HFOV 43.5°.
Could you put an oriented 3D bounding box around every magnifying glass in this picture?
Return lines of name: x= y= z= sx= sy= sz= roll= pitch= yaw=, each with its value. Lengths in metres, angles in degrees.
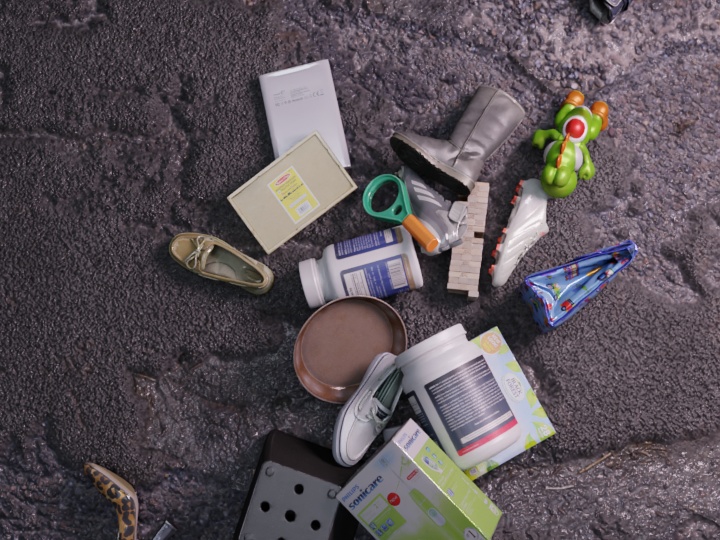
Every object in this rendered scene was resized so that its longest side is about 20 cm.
magnifying glass: x=0.067 y=-0.095 z=1.500 sx=0.080 sy=0.022 sz=0.200 roll=-47 pitch=48 yaw=6

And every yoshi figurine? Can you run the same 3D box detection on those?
yoshi figurine: x=0.353 y=-0.203 z=1.539 sx=0.112 sy=0.112 sz=0.201 roll=48 pitch=54 yaw=-27

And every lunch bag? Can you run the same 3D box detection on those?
lunch bag: x=0.369 y=0.013 z=1.484 sx=0.198 sy=0.151 sz=0.095 roll=-29 pitch=81 yaw=0

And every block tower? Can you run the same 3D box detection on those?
block tower: x=0.185 y=-0.053 z=1.557 sx=0.057 sy=0.054 sz=0.203 roll=5 pitch=82 yaw=6

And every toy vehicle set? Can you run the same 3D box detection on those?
toy vehicle set: x=-0.119 y=-0.137 z=1.585 sx=0.199 sy=0.027 sz=0.125 roll=-36 pitch=93 yaw=4

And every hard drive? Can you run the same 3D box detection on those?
hard drive: x=-0.100 y=-0.267 z=1.622 sx=0.130 sy=0.025 sz=0.203 roll=-13 pitch=81 yaw=3

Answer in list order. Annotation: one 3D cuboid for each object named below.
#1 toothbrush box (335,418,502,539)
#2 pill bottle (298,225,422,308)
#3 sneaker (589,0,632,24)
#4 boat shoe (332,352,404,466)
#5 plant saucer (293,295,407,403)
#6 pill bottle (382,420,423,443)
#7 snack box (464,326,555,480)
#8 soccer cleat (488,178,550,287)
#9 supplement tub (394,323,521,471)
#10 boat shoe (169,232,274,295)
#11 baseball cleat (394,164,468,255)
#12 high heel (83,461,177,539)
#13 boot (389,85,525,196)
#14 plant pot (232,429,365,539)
toothbrush box: x=0.087 y=0.350 z=1.346 sx=0.200 sy=0.086 sz=0.146 roll=46 pitch=116 yaw=7
pill bottle: x=0.000 y=0.000 z=1.536 sx=0.197 sy=0.111 sz=0.112 roll=-15 pitch=81 yaw=3
sneaker: x=0.494 y=-0.486 z=1.571 sx=0.200 sy=0.077 sz=0.147 roll=23 pitch=73 yaw=17
boat shoe: x=0.018 y=0.224 z=1.464 sx=0.073 sy=0.066 sz=0.202 roll=34 pitch=70 yaw=-32
plant saucer: x=-0.020 y=0.128 z=1.516 sx=0.197 sy=0.035 sz=0.203 roll=-7 pitch=115 yaw=-15
pill bottle: x=0.098 y=0.352 z=1.477 sx=0.118 sy=0.120 sz=0.203 roll=-13 pitch=81 yaw=3
snack box: x=0.205 y=0.222 z=1.512 sx=0.167 sy=0.068 sz=0.202 roll=-28 pitch=82 yaw=1
soccer cleat: x=0.279 y=-0.061 z=1.546 sx=0.077 sy=0.069 sz=0.202 roll=21 pitch=82 yaw=4
supplement tub: x=0.150 y=0.201 z=1.415 sx=0.139 sy=0.140 sz=0.202 roll=-27 pitch=81 yaw=0
boat shoe: x=-0.247 y=-0.015 z=1.581 sx=0.199 sy=0.063 sz=0.074 roll=26 pitch=85 yaw=7
baseball cleat: x=0.126 y=-0.109 z=1.537 sx=0.105 sy=0.070 sz=0.202 roll=-15 pitch=54 yaw=1
high heel: x=-0.428 y=0.434 z=1.529 sx=0.200 sy=0.071 sz=0.143 roll=41 pitch=81 yaw=-1
boot: x=0.168 y=-0.245 z=1.549 sx=0.181 sy=0.073 sz=0.201 roll=32 pitch=73 yaw=-3
plant pot: x=-0.100 y=0.385 z=1.460 sx=0.197 sy=0.177 sz=0.202 roll=18 pitch=83 yaw=6
